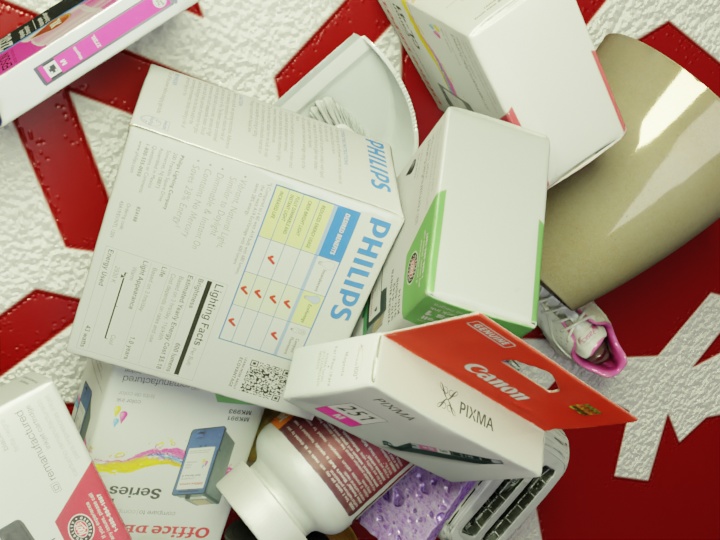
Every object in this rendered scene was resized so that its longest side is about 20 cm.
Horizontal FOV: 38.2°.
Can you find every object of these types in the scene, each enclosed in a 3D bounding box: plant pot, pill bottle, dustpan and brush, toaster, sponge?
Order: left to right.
[{"bbox_3d":[-0.018,0.150,0.881,0.200,0.109,0.110,-39,124,-13],"label":"pill bottle"},{"bbox_3d":[0.010,-0.084,0.890,0.139,0.057,0.200,-40,134,7],"label":"dustpan and brush"},{"bbox_3d":[0.064,0.156,0.954,0.201,0.111,0.030,-56,153,8],"label":"sponge"},{"bbox_3d":[0.108,0.185,1.018,0.200,0.129,0.113,-49,133,4],"label":"toaster"},{"bbox_3d":[0.219,-0.070,0.920,0.200,0.187,0.187,-48,123,5],"label":"plant pot"}]

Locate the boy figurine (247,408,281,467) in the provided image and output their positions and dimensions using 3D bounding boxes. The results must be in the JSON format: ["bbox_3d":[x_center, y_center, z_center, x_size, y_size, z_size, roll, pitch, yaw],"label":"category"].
[{"bbox_3d":[-0.058,0.153,0.973,0.123,0.064,0.202,-6,121,-31],"label":"boy figurine"}]

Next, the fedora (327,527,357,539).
[{"bbox_3d":[-0.051,0.346,1.035,0.199,0.081,0.203,-19,120,-36],"label":"fedora"}]

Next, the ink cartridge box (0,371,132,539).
[{"bbox_3d":[-0.293,0.187,0.763,0.199,0.083,0.146,-30,104,-26],"label":"ink cartridge box"}]

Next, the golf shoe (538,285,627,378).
[{"bbox_3d":[0.198,0.032,1.016,0.075,0.092,0.200,-45,122,3],"label":"golf shoe"}]

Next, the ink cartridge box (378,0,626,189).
[{"bbox_3d":[0.102,-0.172,0.810,0.085,0.200,0.148,-36,123,-3],"label":"ink cartridge box"}]

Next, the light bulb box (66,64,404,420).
[{"bbox_3d":[-0.096,-0.019,0.792,0.198,0.125,0.200,17,119,-13],"label":"light bulb box"}]

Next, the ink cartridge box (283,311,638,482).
[{"bbox_3d":[0.074,0.100,0.749,0.199,0.173,0.044,32,59,-36],"label":"ink cartridge box"}]

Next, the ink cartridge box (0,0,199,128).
[{"bbox_3d":[-0.208,-0.163,0.738,0.199,0.095,0.037,-36,123,-4],"label":"ink cartridge box"}]

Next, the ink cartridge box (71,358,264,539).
[{"bbox_3d":[-0.172,0.136,0.903,0.144,0.088,0.202,11,112,-28],"label":"ink cartridge box"}]

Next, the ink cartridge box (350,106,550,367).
[{"bbox_3d":[0.056,-0.001,0.766,0.083,0.200,0.148,15,64,-13],"label":"ink cartridge box"}]

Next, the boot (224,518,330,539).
[{"bbox_3d":[-0.049,0.332,0.955,0.186,0.069,0.202,13,113,-1],"label":"boot"}]
